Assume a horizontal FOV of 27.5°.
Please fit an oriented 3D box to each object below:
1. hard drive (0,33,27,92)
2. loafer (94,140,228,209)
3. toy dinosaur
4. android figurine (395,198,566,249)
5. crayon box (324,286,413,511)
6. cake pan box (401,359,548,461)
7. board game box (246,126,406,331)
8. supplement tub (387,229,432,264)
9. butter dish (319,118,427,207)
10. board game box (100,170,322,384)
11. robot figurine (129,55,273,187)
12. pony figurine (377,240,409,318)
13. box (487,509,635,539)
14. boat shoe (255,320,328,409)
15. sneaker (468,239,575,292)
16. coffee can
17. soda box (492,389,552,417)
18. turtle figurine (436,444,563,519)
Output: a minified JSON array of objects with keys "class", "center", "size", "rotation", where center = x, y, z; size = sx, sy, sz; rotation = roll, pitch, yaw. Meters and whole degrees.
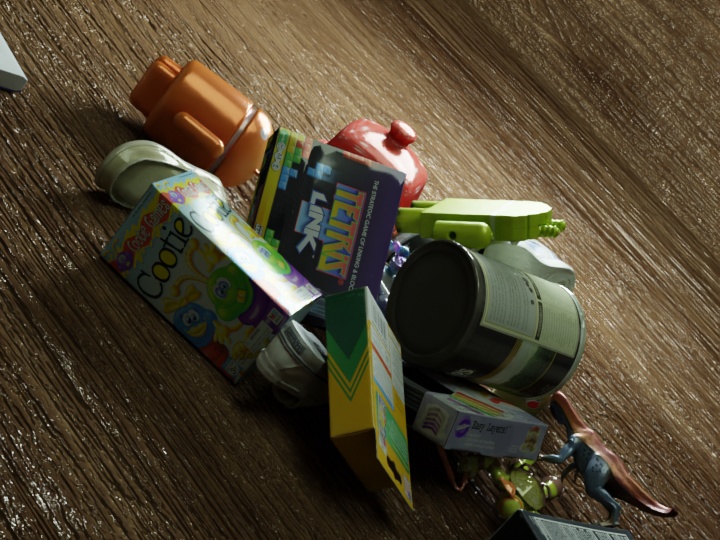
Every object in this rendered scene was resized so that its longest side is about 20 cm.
[{"class":"hard drive","center":[-0.479,-0.293,1.710],"size":[0.131,0.025,0.201],"rotation":[15,33,-50]},{"class":"loafer","center":[-0.217,-0.092,1.687],"size":[0.199,0.076,0.068],"rotation":[14,27,-51]},{"class":"toy dinosaur","center":[0.291,0.232,1.822],"size":[0.105,0.198,0.184],"rotation":[32,48,-62]},{"class":"android figurine","center":[0.147,-0.059,1.778],"size":[0.197,0.042,0.182],"rotation":[4,12,16]},{"class":"crayon box","center":[0.008,0.136,1.518],"size":[0.126,0.051,0.202],"rotation":[60,20,-51]},{"class":"cake pan box","center":[0.090,0.151,1.682],"size":[0.183,0.053,0.199],"rotation":[27,8,41]},{"class":"board game box","center":[-0.049,-0.041,1.682],"size":[0.163,0.203,0.057],"rotation":[18,-16,-14]},{"class":"supplement tub","center":[0.101,0.029,1.925],"size":[0.122,0.123,0.201],"rotation":[21,27,-40]},{"class":"butter dish","center":[0.025,-0.151,2.120],"size":[0.199,0.148,0.199],"rotation":[40,20,2]},{"class":"board game box","center":[-0.156,0.004,1.558],"size":[0.200,0.103,0.105],"rotation":[42,21,6]},{"class":"robot figurine","center":[-0.193,-0.186,1.859],"size":[0.199,0.117,0.144],"rotation":[37,-22,-8]},{"class":"pony figurine","center":[0.000,0.000,1.806],"size":[0.193,0.166,0.202],"rotation":[32,31,-51]},{"class":"box","center":[0.226,0.363,1.466],"size":[0.197,0.124,0.201],"rotation":[18,32,-43]},{"class":"boat shoe","center":[-0.061,0.112,1.552],"size":[0.071,0.070,0.200],"rotation":[54,2,19]},{"class":"sneaker","center":[0.172,-0.020,1.899],"size":[0.198,0.081,0.146],"rotation":[14,16,-42]},{"class":"coffee can","center":[0.149,0.061,1.729],"size":[0.199,0.147,0.147],"rotation":[19,29,-40]},{"class":"soda box","center":[0.232,0.143,1.995],"size":[0.064,0.068,0.200],"rotation":[41,20,3]},{"class":"turtle figurine","center":[0.181,0.247,1.703],"size":[0.200,0.065,0.161],"rotation":[43,21,6]}]
